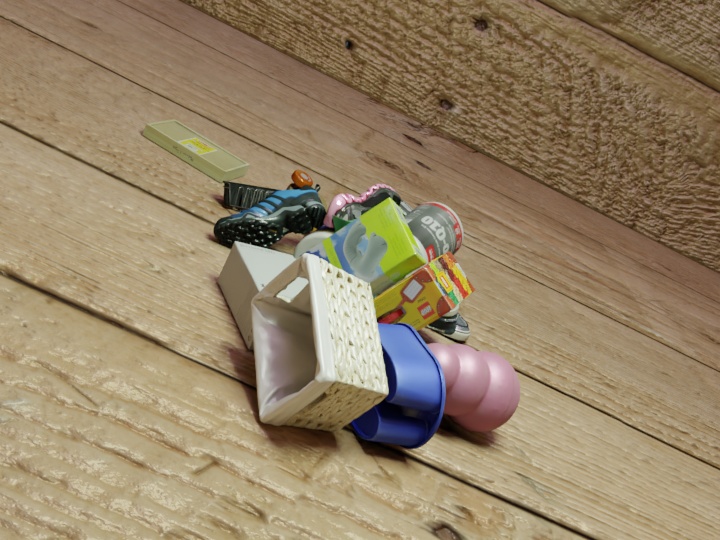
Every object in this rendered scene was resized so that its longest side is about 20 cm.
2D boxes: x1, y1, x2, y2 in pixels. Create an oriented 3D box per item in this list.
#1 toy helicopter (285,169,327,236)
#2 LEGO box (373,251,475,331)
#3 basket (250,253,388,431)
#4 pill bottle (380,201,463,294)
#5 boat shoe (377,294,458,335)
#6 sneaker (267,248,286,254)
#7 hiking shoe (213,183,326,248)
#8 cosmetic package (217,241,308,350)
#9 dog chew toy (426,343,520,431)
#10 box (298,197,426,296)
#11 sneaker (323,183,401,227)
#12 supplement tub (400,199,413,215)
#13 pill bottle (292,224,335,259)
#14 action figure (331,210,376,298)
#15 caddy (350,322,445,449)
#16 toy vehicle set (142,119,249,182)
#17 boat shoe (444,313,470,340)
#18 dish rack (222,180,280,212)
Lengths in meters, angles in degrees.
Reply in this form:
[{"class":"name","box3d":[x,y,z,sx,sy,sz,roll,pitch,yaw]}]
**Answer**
[{"class":"toy helicopter","box3d":[-0.093,-0.106,1.967,0.132,0.079,0.200,27,28,-30]},{"class":"LEGO box","box3d":[0.063,0.062,1.513,0.077,0.200,0.149,57,24,2]},{"class":"basket","box3d":[-0.056,0.103,1.295,0.123,0.135,0.201,22,44,-35]},{"class":"pill bottle","box3d":[0.093,-0.038,1.751,0.114,0.114,0.200,34,40,17]},{"class":"boat shoe","box3d":[0.081,0.065,1.743,0.199,0.062,0.075,13,27,18]},{"class":"sneaker","box3d":[-0.096,0.009,1.627,0.200,0.080,0.071,37,21,23]},{"class":"hiking shoe","box3d":[-0.160,-0.094,1.707,0.199,0.075,0.087,-12,42,-4]},{"class":"cosmetic package","box3d":[-0.136,0.044,1.488,0.112,0.081,0.200,13,25,-31]},{"class":"dog chew toy","box3d":[0.151,0.168,1.468,0.200,0.125,0.125,27,16,-38]},{"class":"box","box3d":[-0.008,-0.010,1.513,0.048,0.200,0.122,39,22,-53]},{"class":"sneaker","box3d":[0.023,-0.095,1.721,0.095,0.079,0.200,33,30,24]},{"class":"supplement tub","box3d":[0.078,-0.070,1.997,0.122,0.123,0.200,10,26,-41]},{"class":"pill bottle","box3d":[-0.042,-0.033,1.759,0.111,0.111,0.200,30,20,7]},{"class":"action figure","box3d":[0.000,0.000,1.619,0.118,0.201,0.055,12,30,6]},{"class":"caddy","box3d":[0.046,0.158,1.362,0.105,0.142,0.200,9,27,-31]},{"class":"toy vehicle set","box3d":[-0.341,-0.251,2.028,0.200,0.027,0.124,32,20,9]},{"class":"boat shoe","box3d":[0.139,0.043,1.838,0.200,0.093,0.075,36,21,21]},{"class":"dish rack","box3d":[-0.152,-0.125,1.843,0.199,0.055,0.153,15,8,42]}]
